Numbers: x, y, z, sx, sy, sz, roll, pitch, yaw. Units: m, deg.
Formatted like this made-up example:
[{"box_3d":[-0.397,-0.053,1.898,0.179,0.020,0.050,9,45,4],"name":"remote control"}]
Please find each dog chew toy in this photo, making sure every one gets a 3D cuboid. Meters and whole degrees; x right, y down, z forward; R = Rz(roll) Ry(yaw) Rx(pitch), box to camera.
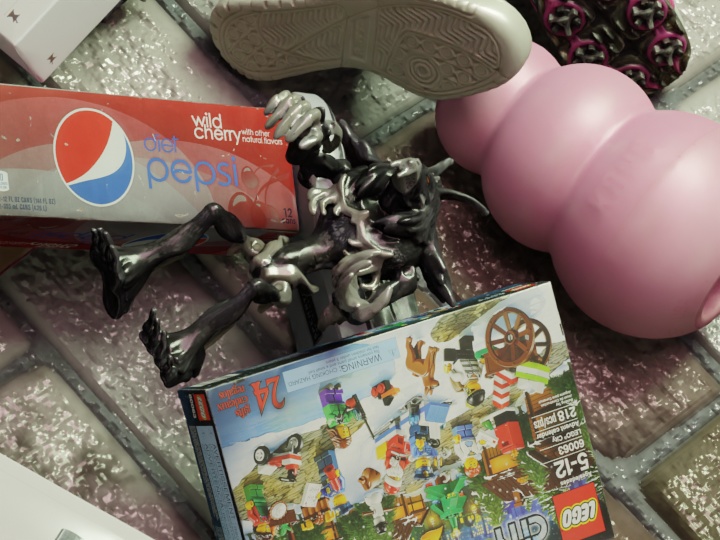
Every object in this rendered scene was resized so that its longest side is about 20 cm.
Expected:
[{"box_3d":[0.123,-0.054,1.518,0.200,0.125,0.124,38,55,18],"name":"dog chew toy"}]

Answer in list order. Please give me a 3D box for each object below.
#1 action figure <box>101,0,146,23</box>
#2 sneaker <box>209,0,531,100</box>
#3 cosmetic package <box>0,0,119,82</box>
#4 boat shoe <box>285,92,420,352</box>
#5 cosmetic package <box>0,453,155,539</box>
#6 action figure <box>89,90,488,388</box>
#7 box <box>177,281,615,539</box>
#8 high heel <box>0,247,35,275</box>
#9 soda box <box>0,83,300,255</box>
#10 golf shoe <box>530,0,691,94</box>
[{"box_3d":[-0.080,-0.219,1.557,0.200,0.130,0.069,-27,45,-15],"name":"action figure"},{"box_3d":[0.024,-0.151,1.528,0.200,0.077,0.111,3,38,39],"name":"sneaker"},{"box_3d":[-0.157,-0.220,1.489,0.151,0.052,0.200,39,82,22],"name":"cosmetic package"},{"box_3d":[0.001,-0.001,1.470,0.068,0.074,0.200,-1,61,-26],"name":"boat shoe"},{"box_3d":[-0.160,0.144,1.338,0.200,0.051,0.083,29,53,2],"name":"cosmetic package"},{"box_3d":[-0.024,-0.018,1.377,0.200,0.102,0.119,-25,74,-19],"name":"action figure"},{"box_3d":[0.020,0.097,1.395,0.200,0.038,0.137,-17,94,-26],"name":"box"},{"box_3d":[-0.172,-0.015,1.429,0.096,0.067,0.200,10,42,1],"name":"high heel"},{"box_3d":[-0.126,-0.049,1.415,0.200,0.063,0.070,3,75,-44],"name":"soda box"},{"box_3d":[0.116,-0.182,1.598,0.200,0.073,0.092,40,29,-25],"name":"golf shoe"}]
